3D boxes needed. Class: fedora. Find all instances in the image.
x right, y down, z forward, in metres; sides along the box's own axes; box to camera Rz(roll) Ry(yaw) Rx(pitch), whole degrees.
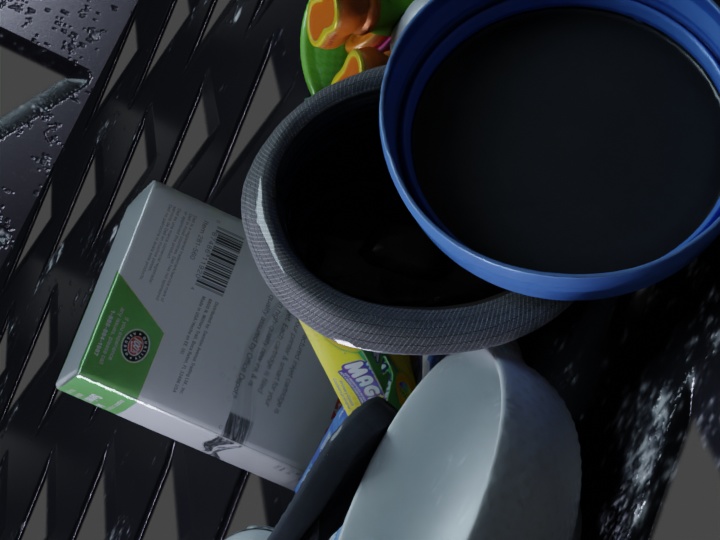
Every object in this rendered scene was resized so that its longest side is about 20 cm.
[{"bbox_3d":[0.038,-0.021,1.435,0.090,0.198,0.178,86,177,-63],"label":"fedora"}]

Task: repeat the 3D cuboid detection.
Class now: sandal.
[{"bbox_3d":[-0.024,0.158,1.544,0.076,0.043,0.201,-35,-20,-47],"label":"sandal"}]

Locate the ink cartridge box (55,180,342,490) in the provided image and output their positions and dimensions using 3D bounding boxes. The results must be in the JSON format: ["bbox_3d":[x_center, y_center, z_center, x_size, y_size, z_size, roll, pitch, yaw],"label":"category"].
[{"bbox_3d":[-0.085,0.050,1.819,0.147,0.199,0.084,-69,12,-16],"label":"ink cartridge box"}]

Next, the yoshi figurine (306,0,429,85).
[{"bbox_3d":[0.068,-0.130,1.617,0.112,0.199,0.113,-138,46,-58],"label":"yoshi figurine"}]

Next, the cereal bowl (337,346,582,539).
[{"bbox_3d":[0.058,0.144,1.406,0.201,0.083,0.201,-57,16,27],"label":"cereal bowl"}]

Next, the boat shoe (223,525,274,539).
[{"bbox_3d":[-0.065,0.197,1.724,0.200,0.071,0.068,101,-173,-62],"label":"boat shoe"}]

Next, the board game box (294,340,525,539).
[{"bbox_3d":[0.029,0.105,1.642,0.201,0.043,0.199,-61,17,16],"label":"board game box"}]

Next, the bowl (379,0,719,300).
[{"bbox_3d":[0.109,-0.074,1.385,0.039,0.199,0.202,85,-161,-61],"label":"bowl"}]

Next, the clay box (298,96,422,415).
[{"bbox_3d":[0.000,0.000,1.587,0.047,0.115,0.201,-12,44,16],"label":"clay box"}]

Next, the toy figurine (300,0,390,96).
[{"bbox_3d":[0.082,-0.162,1.795,0.200,0.150,0.184,-43,25,-14],"label":"toy figurine"}]
